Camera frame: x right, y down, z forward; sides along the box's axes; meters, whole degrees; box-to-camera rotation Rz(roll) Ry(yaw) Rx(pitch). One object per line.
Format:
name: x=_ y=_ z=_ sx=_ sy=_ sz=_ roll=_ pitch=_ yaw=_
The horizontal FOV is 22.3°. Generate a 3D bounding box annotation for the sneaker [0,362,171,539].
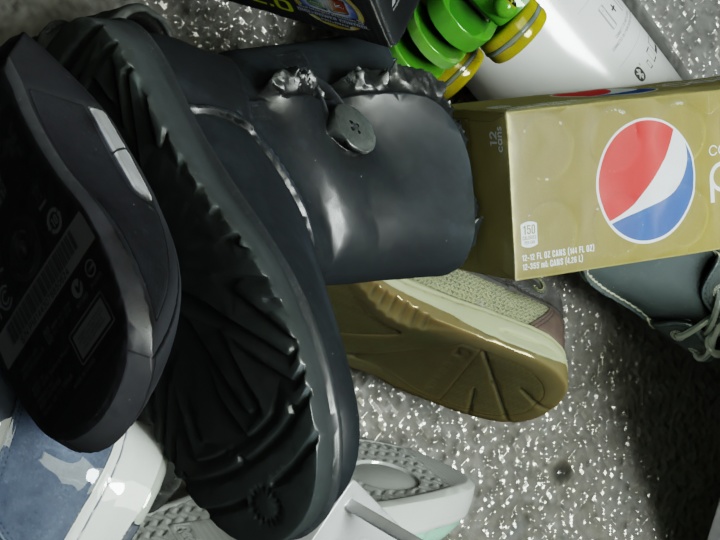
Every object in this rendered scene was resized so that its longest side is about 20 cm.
sneaker: x=-0.175 y=0.106 z=0.602 sx=0.145 sy=0.077 sz=0.203 roll=31 pitch=92 yaw=-20

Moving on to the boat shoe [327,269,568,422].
boat shoe: x=0.001 y=0.000 z=0.781 sx=0.199 sy=0.072 sz=0.066 roll=25 pitch=45 yaw=-14

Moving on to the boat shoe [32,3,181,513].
boat shoe: x=-0.091 y=-0.006 z=0.685 sx=0.074 sy=0.063 sz=0.204 roll=28 pitch=49 yaw=-57

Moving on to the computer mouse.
computer mouse: x=-0.091 y=-0.052 z=0.583 sx=0.046 sy=0.141 sz=0.201 roll=-1 pitch=46 yaw=-45

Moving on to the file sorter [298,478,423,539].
file sorter: x=0.003 y=0.208 z=0.675 sx=0.201 sy=0.124 sz=0.139 roll=-55 pitch=141 yaw=-12

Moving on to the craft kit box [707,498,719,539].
craft kit box: x=0.247 y=0.063 z=0.862 sx=0.199 sy=0.048 sz=0.199 roll=-33 pitch=144 yaw=-28

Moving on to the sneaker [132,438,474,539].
sneaker: x=-0.034 y=0.143 z=0.755 sx=0.199 sy=0.073 sz=0.120 roll=-14 pitch=117 yaw=-44

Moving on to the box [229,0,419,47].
box: x=-0.019 y=-0.200 z=0.732 sx=0.201 sy=0.159 sz=0.044 roll=-63 pitch=157 yaw=-17

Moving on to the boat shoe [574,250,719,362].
boat shoe: x=0.175 y=0.011 z=0.861 sx=0.199 sy=0.073 sz=0.062 roll=16 pitch=47 yaw=-38

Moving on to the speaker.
speaker: x=0.060 y=-0.128 z=0.812 sx=0.200 sy=0.081 sz=0.081 roll=48 pitch=66 yaw=-20

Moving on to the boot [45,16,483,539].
boot: x=-0.011 y=-0.007 z=0.655 sx=0.167 sy=0.076 sz=0.201 roll=-3 pitch=57 yaw=-46

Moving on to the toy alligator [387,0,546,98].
toy alligator: x=0.047 y=-0.110 z=0.733 sx=0.059 sy=0.199 sz=0.054 roll=44 pitch=48 yaw=-15

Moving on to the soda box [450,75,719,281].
soda box: x=0.129 y=-0.044 z=0.769 sx=0.198 sy=0.064 sz=0.069 roll=-8 pitch=99 yaw=-28
